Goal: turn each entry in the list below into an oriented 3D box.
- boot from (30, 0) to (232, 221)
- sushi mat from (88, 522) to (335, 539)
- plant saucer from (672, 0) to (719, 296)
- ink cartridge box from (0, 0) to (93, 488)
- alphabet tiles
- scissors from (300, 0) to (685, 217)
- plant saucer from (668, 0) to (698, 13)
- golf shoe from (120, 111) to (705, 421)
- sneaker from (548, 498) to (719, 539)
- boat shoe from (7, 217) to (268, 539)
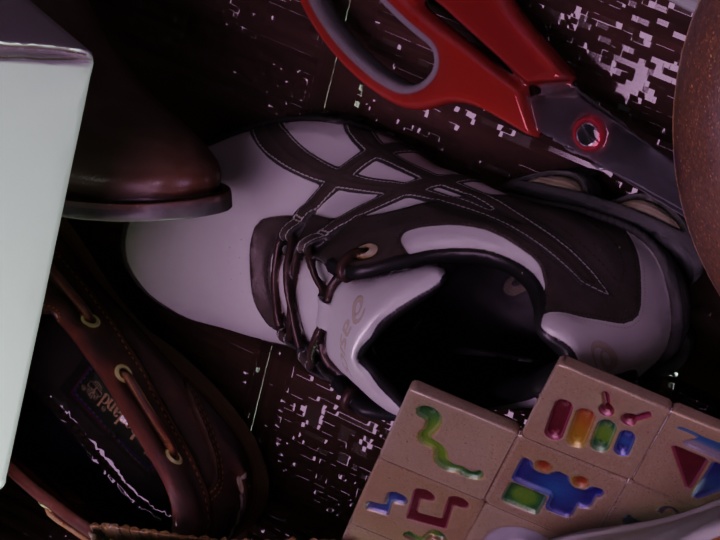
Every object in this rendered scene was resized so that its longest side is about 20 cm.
[{"bbox_3d":[-0.099,-0.128,0.779,0.186,0.064,0.200,25,115,39],"label":"boot"},{"bbox_3d":[-0.013,0.158,0.830,0.096,0.012,0.200,-1,129,29],"label":"sushi mat"},{"bbox_3d":[0.179,-0.028,0.656,0.200,0.034,0.200,5,116,11],"label":"plant saucer"},{"bbox_3d":[-0.193,-0.036,0.744,0.200,0.145,0.145,41,124,48],"label":"ink cartridge box"},{"bbox_3d":[0.074,0.105,0.758,0.166,0.006,0.200,22,137,0],"label":"alphabet tiles"},{"bbox_3d":[0.057,-0.042,0.749,0.200,0.014,0.073,49,117,17],"label":"scissors"},{"bbox_3d":[0.115,-0.154,0.674,0.200,0.050,0.200,9,111,26],"label":"plant saucer"},{"bbox_3d":[0.000,0.000,0.766,0.200,0.094,0.078,4,109,30],"label":"golf shoe"},{"bbox_3d":[0.066,0.106,0.680,0.200,0.085,0.073,-36,84,34],"label":"sneaker"},{"bbox_3d":[-0.116,0.022,0.850,0.200,0.070,0.070,39,110,13],"label":"boat shoe"}]
